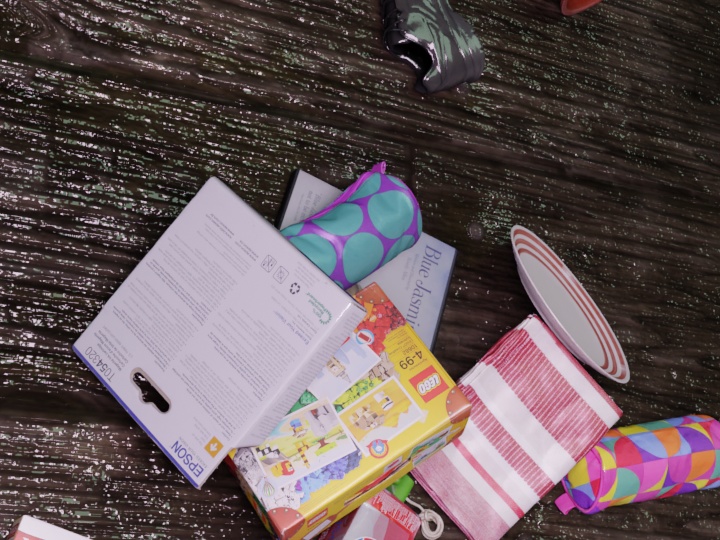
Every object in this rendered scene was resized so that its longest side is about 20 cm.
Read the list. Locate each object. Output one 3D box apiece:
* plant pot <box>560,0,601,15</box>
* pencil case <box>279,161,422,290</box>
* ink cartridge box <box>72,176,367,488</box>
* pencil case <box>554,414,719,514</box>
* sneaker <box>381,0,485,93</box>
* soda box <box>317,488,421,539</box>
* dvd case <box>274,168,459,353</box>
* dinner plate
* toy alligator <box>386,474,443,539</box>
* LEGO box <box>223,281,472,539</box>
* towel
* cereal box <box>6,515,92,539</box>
[{"bbox_3d":[0.263,-0.446,1.447,0.200,0.201,0.196,-29,79,-33],"label":"plant pot"},{"bbox_3d":[-0.037,-0.023,1.159,0.200,0.085,0.093,-30,101,-33],"label":"pencil case"},{"bbox_3d":[-0.124,0.051,1.041,0.196,0.043,0.200,41,93,30],"label":"ink cartridge box"},{"bbox_3d":[0.298,0.203,1.283,0.199,0.088,0.089,-4,74,-28],"label":"pencil case"},{"bbox_3d":[0.056,-0.285,1.339,0.091,0.076,0.201,-28,83,-24],"label":"sneaker"},{"bbox_3d":[-0.023,0.290,1.081,0.063,0.070,0.200,38,59,-10],"label":"soda box"},{"bbox_3d":[0.000,0.000,1.231,0.199,0.018,0.143,26,61,-18],"label":"dvd case"},{"bbox_3d":[0.214,0.039,1.277,0.200,0.024,0.200,46,19,-20],"label":"dinner plate"},{"bbox_3d":[0.016,0.184,1.150,0.200,0.054,0.059,41,58,-9],"label":"toy alligator"},{"bbox_3d":[-0.027,0.129,1.080,0.200,0.077,0.149,-32,68,-17],"label":"LEGO box"},{"bbox_3d":[0.146,0.159,1.201,0.200,0.023,0.144,-42,94,-8],"label":"towel"},{"bbox_3d":[-0.243,0.314,0.970,0.143,0.040,0.201,25,62,-19],"label":"cereal box"}]
